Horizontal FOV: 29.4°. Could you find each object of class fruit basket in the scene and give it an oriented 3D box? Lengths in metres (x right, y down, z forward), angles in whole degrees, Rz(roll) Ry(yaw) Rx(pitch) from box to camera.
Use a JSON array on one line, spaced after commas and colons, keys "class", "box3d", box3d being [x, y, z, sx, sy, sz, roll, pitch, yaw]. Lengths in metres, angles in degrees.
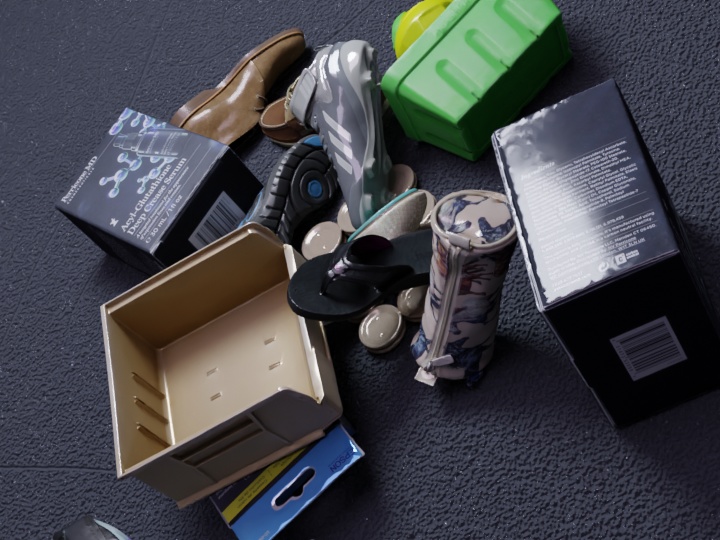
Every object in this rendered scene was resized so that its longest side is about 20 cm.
[{"class": "fruit basket", "box3d": [0.099, -0.241, 1.461, 0.213, 0.156, 0.218, -6, 67, 15]}]

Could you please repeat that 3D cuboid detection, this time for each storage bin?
[{"class": "storage bin", "box3d": [-0.133, 0.088, 1.303, 0.197, 0.094, 0.202, -29, 48, 16]}]

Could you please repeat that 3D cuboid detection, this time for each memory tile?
[{"class": "memory tile", "box3d": [0.030, -0.014, 1.418, 0.153, 0.017, 0.200, -39, 46, 3]}]

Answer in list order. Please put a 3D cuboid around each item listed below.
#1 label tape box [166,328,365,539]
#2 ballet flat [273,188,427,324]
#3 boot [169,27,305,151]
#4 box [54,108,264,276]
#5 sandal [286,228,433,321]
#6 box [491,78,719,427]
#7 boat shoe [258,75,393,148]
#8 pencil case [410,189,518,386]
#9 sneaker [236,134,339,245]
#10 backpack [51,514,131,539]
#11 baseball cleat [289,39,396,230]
[{"class": "label tape box", "box3d": [-0.084, 0.172, 1.324, 0.143, 0.066, 0.200, -43, 48, 0]}, {"class": "ballet flat", "box3d": [0.000, 0.000, 1.386, 0.199, 0.067, 0.063, -38, 73, 9]}, {"class": "boot", "box3d": [-0.130, -0.207, 1.646, 0.200, 0.074, 0.075, -43, 74, -9]}, {"class": "box", "box3d": [-0.225, -0.078, 1.570, 0.199, 0.107, 0.149, 22, 72, 42]}, {"class": "sandal", "box3d": [0.015, -0.009, 1.304, 0.199, 0.048, 0.075, -20, 51, -30]}, {"class": "box", "box3d": [0.215, -0.012, 1.165, 0.123, 0.200, 0.198, -24, 48, 14]}, {"class": "boat shoe", "box3d": [-0.046, -0.192, 1.543, 0.199, 0.074, 0.076, -6, 54, 45]}, {"class": "pencil case", "box3d": [0.092, 0.016, 1.230, 0.077, 0.201, 0.090, 18, 49, 11]}, {"class": "sneaker", "box3d": [-0.092, -0.068, 1.499, 0.082, 0.073, 0.201, -16, 35, 55]}, {"class": "backpack", "box3d": [-0.236, 0.329, 1.266, 0.166, 0.127, 0.200, -35, 43, -10]}, {"class": "baseball cleat", "box3d": [-0.020, -0.137, 1.441, 0.105, 0.070, 0.203, -3, 84, 25]}]
